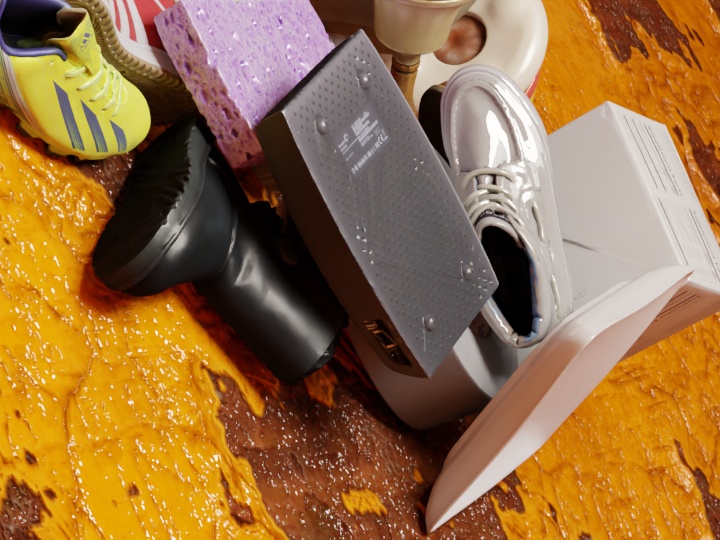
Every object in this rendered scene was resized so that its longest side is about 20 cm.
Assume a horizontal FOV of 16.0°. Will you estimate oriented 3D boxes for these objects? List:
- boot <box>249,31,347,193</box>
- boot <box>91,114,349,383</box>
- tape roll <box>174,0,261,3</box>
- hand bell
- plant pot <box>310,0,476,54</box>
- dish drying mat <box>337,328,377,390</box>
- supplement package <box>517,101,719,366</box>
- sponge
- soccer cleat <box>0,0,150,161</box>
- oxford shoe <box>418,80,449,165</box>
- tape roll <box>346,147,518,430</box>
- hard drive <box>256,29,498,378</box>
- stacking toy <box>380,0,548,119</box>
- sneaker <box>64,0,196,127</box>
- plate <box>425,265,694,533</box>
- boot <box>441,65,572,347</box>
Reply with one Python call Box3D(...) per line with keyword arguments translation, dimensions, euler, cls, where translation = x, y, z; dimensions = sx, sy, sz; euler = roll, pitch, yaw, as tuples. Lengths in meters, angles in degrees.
Box3D(translation=(-0.055, -0.143, 1.824), dimensions=(0.096, 0.074, 0.200), euler=(54, 23, -22), cls="boot")
Box3D(translation=(-0.078, 0.005, 1.599), dimensions=(0.168, 0.076, 0.200), euler=(48, 19, -16), cls="boot")
Box3D(translation=(-0.077, -0.264, 1.747), dimensions=(0.037, 0.203, 0.203), euler=(28, 2, 37), cls="tape roll")
Box3D(translation=(0.031, -0.151, 1.912), dimensions=(0.104, 0.200, 0.104), euler=(6, 41, -5), cls="hand bell")
Box3D(translation=(0.017, -0.244, 1.982), dimensions=(0.200, 0.200, 0.135), euler=(23, 77, -55), cls="plant pot")
Box3D(translation=(0.000, 0.000, 1.840), dimensions=(0.077, 0.018, 0.200), euler=(52, 23, -27), cls="dish drying mat")
Box3D(translation=(0.156, -0.007, 1.931), dimensions=(0.111, 0.200, 0.156), euler=(14, 50, -60), cls="supplement package")
Box3D(translation=(-0.058, -0.128, 1.700), dimensions=(0.112, 0.030, 0.200), euler=(61, 24, 6), cls="sponge")
Box3D(translation=(-0.180, -0.121, 1.533), dimensions=(0.200, 0.084, 0.065), euler=(27, 39, -52), cls="soccer cleat")
Box3D(translation=(0.099, -0.099, 2.017), dimensions=(0.071, 0.071, 0.200), euler=(38, -11, 31), cls="oxford shoe")
Box3D(translation=(0.043, 0.009, 1.811), dimensions=(0.200, 0.066, 0.200), euler=(-19, 90, -73), cls="tape roll")
Box3D(translation=(0.010, -0.040, 1.647), dimensions=(0.200, 0.042, 0.135), euler=(61, 37, -17), cls="hard drive")
Box3D(translation=(0.104, -0.158, 2.131), dimensions=(0.200, 0.146, 0.146), euler=(49, 20, -63), cls="stacking toy")
Box3D(translation=(-0.176, -0.178, 1.624), dimensions=(0.200, 0.071, 0.113), euler=(39, 34, -55), cls="sneaker")
Box3D(translation=(0.132, 0.080, 1.777), dimensions=(0.032, 0.200, 0.200), euler=(43, 29, 10), cls="plate")
Box3D(translation=(0.100, -0.045, 1.781), dimensions=(0.096, 0.073, 0.200), euler=(-31, 103, -76), cls="boot")
